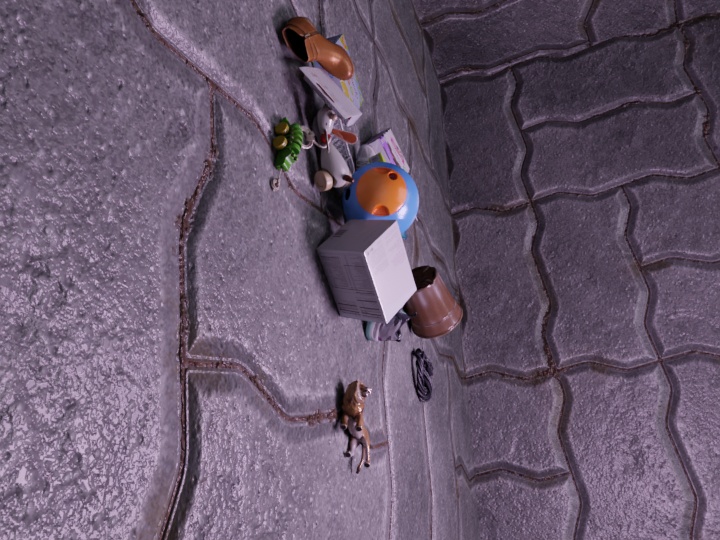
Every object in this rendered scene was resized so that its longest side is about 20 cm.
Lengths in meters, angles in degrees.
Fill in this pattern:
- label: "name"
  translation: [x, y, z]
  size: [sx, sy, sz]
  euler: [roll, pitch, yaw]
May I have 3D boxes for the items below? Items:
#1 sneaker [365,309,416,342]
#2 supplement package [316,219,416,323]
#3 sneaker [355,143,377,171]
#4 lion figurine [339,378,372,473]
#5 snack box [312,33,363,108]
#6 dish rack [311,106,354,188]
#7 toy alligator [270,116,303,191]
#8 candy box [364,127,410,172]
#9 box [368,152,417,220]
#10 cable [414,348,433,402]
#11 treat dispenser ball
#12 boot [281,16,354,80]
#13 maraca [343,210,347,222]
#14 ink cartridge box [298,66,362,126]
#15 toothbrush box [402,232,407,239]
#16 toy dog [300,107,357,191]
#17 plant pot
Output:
- label: "sneaker"
  translation: [0.089, 0.103, 1.646]
  size: [0.078, 0.139, 0.202]
  euler: [-43, 135, -67]
- label: "supplement package"
  translation: [0.018, -0.001, 1.446]
  size: [0.152, 0.150, 0.201]
  euler: [-44, 126, -40]
- label: "sneaker"
  translation: [0.012, -0.295, 1.760]
  size: [0.115, 0.075, 0.202]
  euler: [31, 54, -70]
- label: "lion figurine"
  translation: [-0.009, 0.370, 1.413]
  size: [0.123, 0.072, 0.202]
  euler: [-79, 169, -64]
- label: "snack box"
  translation: [-0.062, -0.536, 1.661]
  size: [0.169, 0.067, 0.201]
  euler: [-73, 150, -54]
- label: "dish rack"
  translation: [-0.074, -0.325, 1.560]
  size: [0.172, 0.043, 0.201]
  euler: [-59, 138, -62]
- label: "toy alligator"
  translation: [-0.152, -0.253, 1.262]
  size: [0.059, 0.054, 0.201]
  euler: [55, 31, -53]
- label: "candy box"
  translation: [0.089, -0.374, 1.992]
  size: [0.169, 0.071, 0.200]
  euler: [61, 22, -15]
- label: "box"
  translation: [0.096, -0.238, 1.748]
  size: [0.200, 0.047, 0.122]
  euler: [54, 14, -33]
- label: "cable"
  translation: [0.224, 0.381, 2.162]
  size: [0.164, 0.050, 0.201]
  euler: [-73, 152, -45]
- label: "treat dispenser ball"
  translation: [0.053, -0.181, 1.543]
  size: [0.201, 0.199, 0.203]
  euler: [-9, 90, -72]
- label: "boot"
  translation: [-0.101, -0.529, 1.434]
  size: [0.200, 0.076, 0.156]
  euler: [49, 26, -17]
- label: "maraca"
  translation: [0.022, -0.161, 1.690]
  size: [0.199, 0.106, 0.138]
  euler: [20, 76, -48]
- label: "ink cartridge box"
  translation: [-0.080, -0.422, 1.451]
  size: [0.162, 0.050, 0.200]
  euler: [47, 23, -5]
- label: "toothbrush box"
  translation: [0.079, -0.185, 1.904]
  size: [0.200, 0.085, 0.148]
  euler: [30, 52, -66]
- label: "toy dog"
  translation: [-0.059, -0.280, 1.420]
  size: [0.132, 0.096, 0.201]
  euler: [-45, 128, -32]
- label: "plant pot"
  translation: [0.239, 0.104, 2.120]
  size: [0.199, 0.199, 0.201]
  euler: [61, 26, -30]
